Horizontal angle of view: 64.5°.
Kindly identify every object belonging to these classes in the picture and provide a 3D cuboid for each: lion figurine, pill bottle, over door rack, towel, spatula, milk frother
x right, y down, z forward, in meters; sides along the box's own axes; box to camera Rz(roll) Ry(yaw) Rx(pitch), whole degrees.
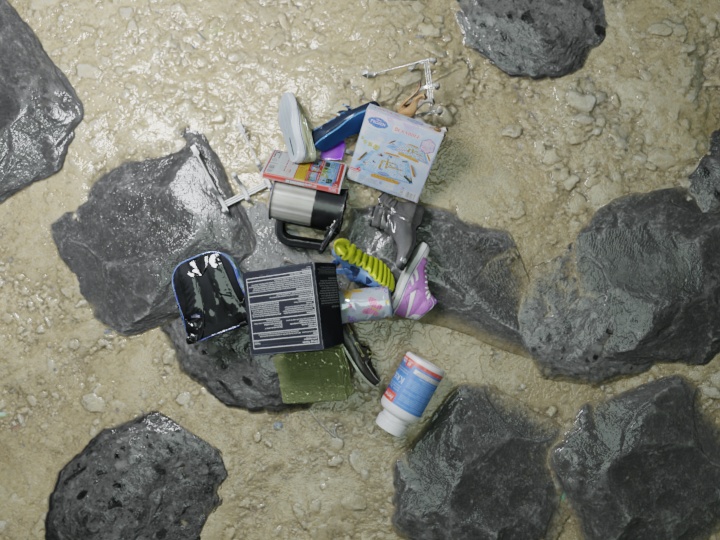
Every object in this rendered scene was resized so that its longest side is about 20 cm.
[{"bbox_3d":[0.144,-0.368,1.451,0.122,0.073,0.200,-16,117,28],"label":"lion figurine"},{"bbox_3d":[0.122,0.320,1.465,0.112,0.112,0.200,29,88,-2],"label":"pill bottle"},{"bbox_3d":[-0.332,-0.266,1.467,0.147,0.067,0.200,-26,91,-2],"label":"over door rack"},{"bbox_3d":[-0.121,0.270,1.473,0.199,0.036,0.149,-10,96,14],"label":"towel"},{"bbox_3d":[-0.005,-0.308,1.507,0.199,0.021,0.057,9,85,-3],"label":"spatula"},{"bbox_3d":[0.110,-0.464,1.496,0.199,0.067,0.148,-7,90,12],"label":"over door rack"},{"bbox_3d":[-0.136,-0.138,1.414,0.188,0.200,0.181,11,90,-1],"label":"milk frother"}]

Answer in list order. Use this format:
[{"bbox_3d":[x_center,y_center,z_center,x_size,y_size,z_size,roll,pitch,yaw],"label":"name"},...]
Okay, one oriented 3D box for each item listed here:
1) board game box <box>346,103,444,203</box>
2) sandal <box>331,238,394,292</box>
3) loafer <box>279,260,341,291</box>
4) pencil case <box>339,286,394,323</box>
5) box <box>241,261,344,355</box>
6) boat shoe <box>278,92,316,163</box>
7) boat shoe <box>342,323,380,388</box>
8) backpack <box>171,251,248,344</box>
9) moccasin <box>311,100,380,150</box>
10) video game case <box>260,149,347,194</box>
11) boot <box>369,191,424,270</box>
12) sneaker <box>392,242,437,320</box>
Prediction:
[{"bbox_3d":[0.085,-0.293,1.445,0.199,0.041,0.200,20,127,-1],"label":"board game box"},{"bbox_3d":[0.000,0.000,1.490,0.200,0.080,0.087,35,126,-8],"label":"sandal"},{"bbox_3d":[-0.120,0.031,1.482,0.200,0.063,0.072,30,115,-16],"label":"loafer"},{"bbox_3d":[-0.016,0.094,1.434,0.199,0.083,0.091,-9,110,3],"label":"pencil case"},{"bbox_3d":[-0.158,0.091,1.352,0.199,0.123,0.199,-7,86,23],"label":"box"},{"bbox_3d":[-0.164,-0.365,1.480,0.062,0.072,0.201,0,72,-40],"label":"boat shoe"},{"bbox_3d":[-0.005,0.210,1.481,0.061,0.072,0.201,-36,89,2],"label":"boat shoe"},{"bbox_3d":[-0.369,0.056,1.431,0.183,0.147,0.201,-19,94,-1],"label":"backpack"},{"bbox_3d":[-0.044,-0.386,1.464,0.200,0.080,0.068,-25,64,10],"label":"moccasin"},{"bbox_3d":[-0.140,-0.254,1.452,0.199,0.143,0.017,12,126,-1],"label":"video game case"},{"bbox_3d":[0.081,-0.100,1.474,0.131,0.070,0.200,17,61,0],"label":"boot"},{"bbox_3d":[0.160,0.033,1.493,0.114,0.073,0.201,22,100,-5],"label":"sneaker"}]
